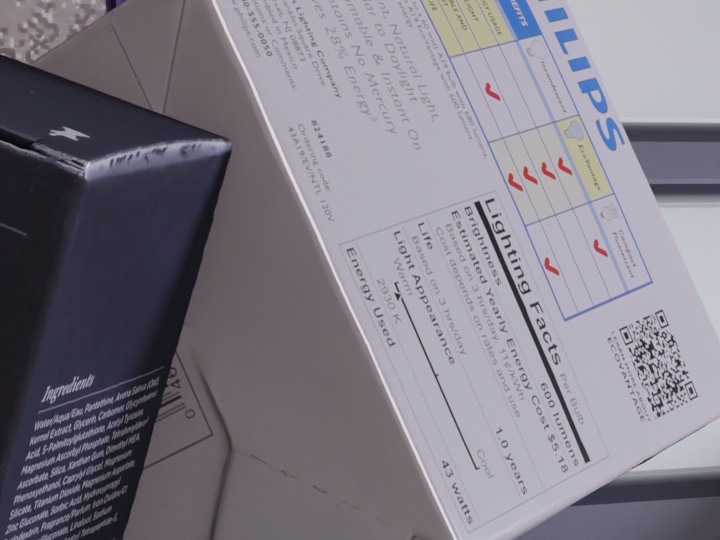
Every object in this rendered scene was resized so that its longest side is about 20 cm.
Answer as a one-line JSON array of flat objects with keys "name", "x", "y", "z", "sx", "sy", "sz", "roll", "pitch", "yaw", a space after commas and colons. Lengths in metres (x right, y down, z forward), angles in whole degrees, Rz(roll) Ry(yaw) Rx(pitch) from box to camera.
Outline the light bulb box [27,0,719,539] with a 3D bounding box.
[{"name": "light bulb box", "x": 0.000, "y": 0.000, "z": 0.883, "sx": 0.200, "sy": 0.124, "sz": 0.199, "roll": -19, "pitch": 84, "yaw": -56}]

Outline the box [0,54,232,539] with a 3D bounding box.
[{"name": "box", "x": -0.142, "y": 0.034, "z": 0.771, "sx": 0.147, "sy": 0.104, "sz": 0.201, "roll": 22, "pitch": 103, "yaw": 17}]
